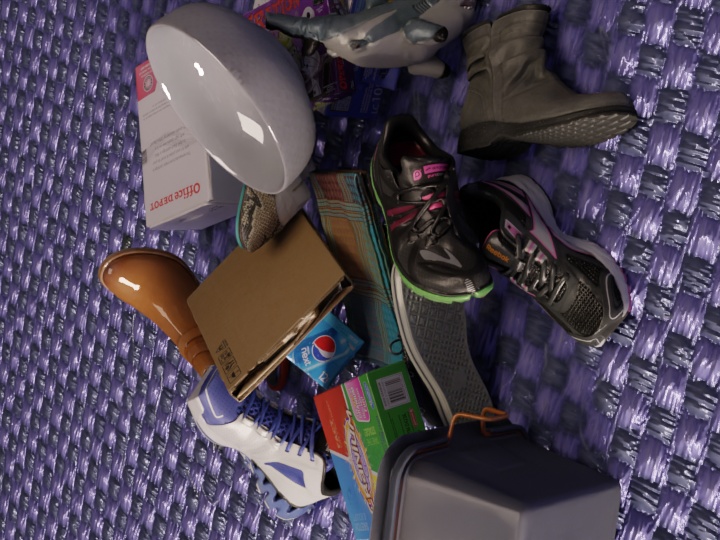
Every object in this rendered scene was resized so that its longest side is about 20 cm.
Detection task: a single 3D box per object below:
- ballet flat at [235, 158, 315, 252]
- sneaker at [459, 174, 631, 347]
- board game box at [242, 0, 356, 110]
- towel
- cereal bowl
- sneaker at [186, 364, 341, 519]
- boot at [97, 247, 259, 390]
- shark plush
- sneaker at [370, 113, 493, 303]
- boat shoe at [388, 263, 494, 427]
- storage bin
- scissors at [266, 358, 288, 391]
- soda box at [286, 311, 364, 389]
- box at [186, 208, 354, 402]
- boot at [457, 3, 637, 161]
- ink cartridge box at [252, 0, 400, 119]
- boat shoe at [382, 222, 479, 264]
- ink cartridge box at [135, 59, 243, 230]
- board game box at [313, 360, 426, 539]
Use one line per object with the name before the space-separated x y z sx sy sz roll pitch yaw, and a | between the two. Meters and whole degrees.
ballet flat | -0.085 -0.098 1.448 0.201 0.074 0.069 -86 -14 -51
sneaker | 0.147 -0.008 1.195 0.200 0.085 0.081 49 125 40
board game box | -0.080 -0.216 1.411 0.199 0.032 0.122 -14 76 51
towel | 0.000 0.000 1.352 0.146 0.021 0.203 10 117 68
cereal bowl | -0.113 -0.177 1.333 0.200 0.083 0.201 41 160 18
sneaker | -0.078 0.169 1.437 0.114 0.200 0.081 -20 28 35
boot | -0.191 0.063 1.510 0.074 0.199 0.155 -49 38 20
shark plush | 0.012 -0.233 1.314 0.197 0.091 0.085 -3 73 17
sneaker | 0.054 -0.054 1.185 0.084 0.076 0.201 89 159 -52
boat shoe | 0.065 0.070 1.259 0.062 0.074 0.202 13 131 51
storage bin | 0.123 0.197 1.151 0.133 0.199 0.148 13 99 38
scissors | -0.102 0.033 1.562 0.073 0.014 0.203 3 91 53
soda box | -0.076 0.045 1.438 0.064 0.068 0.200 -50 32 -1
box | -0.096 0.023 1.399 0.163 0.021 0.200 -45 31 5
boot | 0.155 -0.174 1.210 0.199 0.067 0.133 -5 80 49
ink cartridge box | -0.032 -0.243 1.427 0.200 0.076 0.138 37 119 46
boat shoe | 0.049 -0.017 1.342 0.199 0.067 0.073 -13 99 64
ink cartridge box | -0.191 -0.159 1.617 0.146 0.082 0.203 -16 76 49
board game box | 0.018 0.176 1.310 0.200 0.040 0.155 143 110 -71
